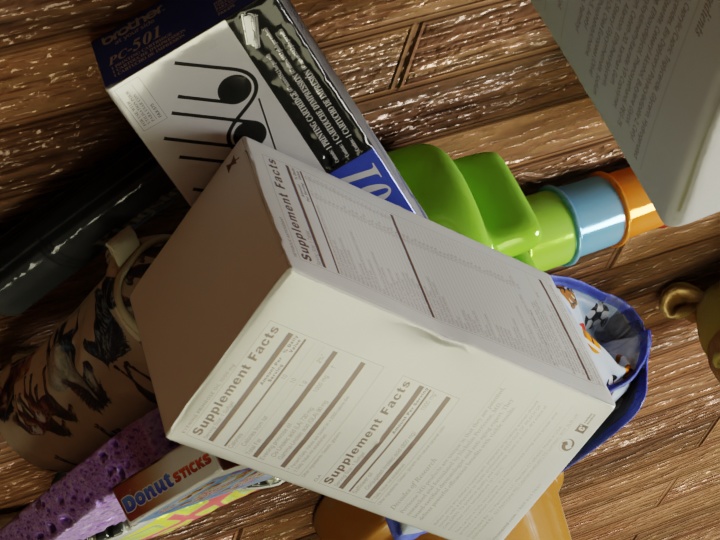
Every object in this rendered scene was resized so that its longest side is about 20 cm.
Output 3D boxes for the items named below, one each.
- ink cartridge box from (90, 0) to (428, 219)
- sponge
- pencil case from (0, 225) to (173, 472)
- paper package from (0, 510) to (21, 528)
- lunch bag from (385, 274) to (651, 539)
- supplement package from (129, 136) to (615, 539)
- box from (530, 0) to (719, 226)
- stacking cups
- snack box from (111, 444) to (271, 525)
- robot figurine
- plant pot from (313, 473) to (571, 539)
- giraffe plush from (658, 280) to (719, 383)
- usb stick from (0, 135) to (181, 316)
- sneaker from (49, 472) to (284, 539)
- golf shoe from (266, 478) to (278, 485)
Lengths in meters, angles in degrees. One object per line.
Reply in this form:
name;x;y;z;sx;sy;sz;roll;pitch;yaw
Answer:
ink cartridge box;-0.042;-0.057;1.092;0.094;0.044;0.200;-29;131;5
sponge;-0.115;0.107;1.219;0.111;0.030;0.200;-20;170;-38
pencil case;-0.135;0.047;1.203;0.078;0.090;0.200;-32;176;-38
paper package;-0.228;0.270;1.441;0.190;0.201;0.104;-8;150;-37
lunch bag;0.102;0.092;1.537;0.170;0.124;0.200;-40;166;27
supplement package;0.004;0.039;1.080;0.199;0.114;0.110;23;117;-30
box;0.212;-0.164;1.080;0.198;0.172;0.200;-21;155;-15
stacking cups;0.141;-0.029;1.407;0.199;0.061;0.061;-15;153;-27
snack box;-0.041;0.091;1.166;0.072;0.024;0.200;-31;170;33
robot figurine;0.000;0.000;1.246;0.199;0.116;0.176;-19;146;-11
plant pot;0.090;0.234;1.718;0.199;0.184;0.200;-22;155;-11
giraffe plush;0.313;0.030;1.629;0.162;0.173;0.200;-31;-168;33
usb stick;-0.124;-0.039;1.148;0.200;0.033;0.055;-35;156;15
sneaker;-0.111;0.127;1.453;0.199;0.079;0.090;-18;164;-10
golf shoe;-0.009;0.049;1.355;0.199;0.098;0.078;-31;-179;19
